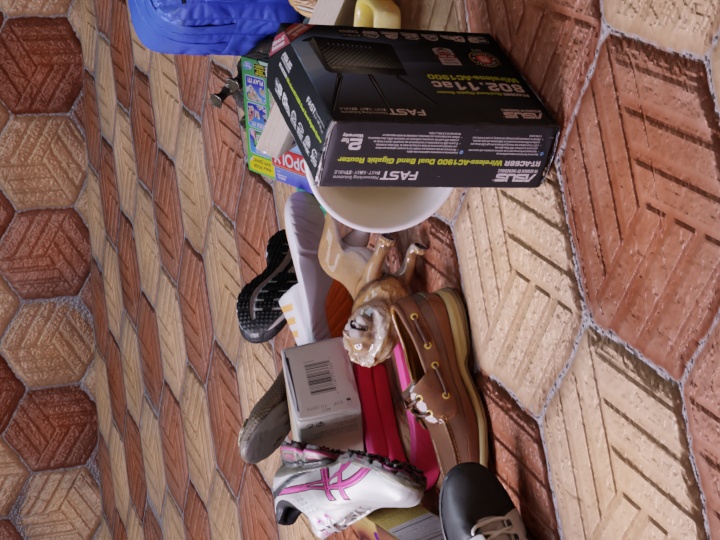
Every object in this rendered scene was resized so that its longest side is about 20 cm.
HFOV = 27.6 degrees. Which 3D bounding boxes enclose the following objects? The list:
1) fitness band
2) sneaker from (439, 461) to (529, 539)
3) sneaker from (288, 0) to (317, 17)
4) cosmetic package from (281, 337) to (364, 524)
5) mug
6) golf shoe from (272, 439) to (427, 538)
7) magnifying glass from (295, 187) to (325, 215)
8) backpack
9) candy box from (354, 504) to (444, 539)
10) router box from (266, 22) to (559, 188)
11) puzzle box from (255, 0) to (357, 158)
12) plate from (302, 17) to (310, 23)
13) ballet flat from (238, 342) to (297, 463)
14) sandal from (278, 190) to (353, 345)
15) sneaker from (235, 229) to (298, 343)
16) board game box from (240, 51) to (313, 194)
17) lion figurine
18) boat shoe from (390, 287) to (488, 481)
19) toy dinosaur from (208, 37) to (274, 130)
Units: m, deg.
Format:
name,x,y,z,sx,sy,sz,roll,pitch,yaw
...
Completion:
name,x,y,z,sx,sy,sz,roll,pitch,yaw
fitness band,0.035,0.131,1.505,0.144,0.037,0.202,129,131,-64
sneaker,0.127,0.254,1.225,0.088,0.073,0.202,142,112,-68
sneaker,-0.023,-0.359,1.486,0.088,0.075,0.201,-51,-16,-67
cosmetic package,-0.038,0.178,1.606,0.201,0.070,0.106,87,170,-47
mug,0.019,-0.143,1.367,0.187,0.149,0.153,-56,19,8
golf shoe,-0.011,0.222,1.446,0.199,0.072,0.093,-2,74,49
magnifying glass,-0.028,-0.140,1.606,0.080,0.022,0.201,45,137,20
backpack,-0.174,-0.351,1.735,0.168,0.198,0.164,132,131,-65
candy box,0.059,0.293,1.420,0.200,0.056,0.118,-162,54,-71
router box,0.038,-0.132,1.169,0.150,0.198,0.063,-117,33,-46
puzzle box,-0.040,-0.213,1.444,0.201,0.025,0.133,-65,-4,17
plate,-0.044,-0.219,1.659,0.200,0.025,0.202,175,90,-71
ballet flat,-0.090,0.141,1.672,0.200,0.046,0.068,-54,-26,-39
sandal,-0.059,0.015,1.636,0.059,0.079,0.209,-7,98,40
sneaker,-0.091,0.032,1.730,0.200,0.073,0.081,-64,-26,-54
board game box,-0.057,-0.154,1.595,0.199,0.029,0.136,22,122,46
lion figurine,0.000,0.000,1.475,0.123,0.072,0.200,-65,29,23
boat shoe,0.070,0.117,1.352,0.072,0.067,0.202,138,124,-67
toy dinosaur,-0.120,-0.235,1.743,0.103,0.076,0.201,-60,-5,-43
